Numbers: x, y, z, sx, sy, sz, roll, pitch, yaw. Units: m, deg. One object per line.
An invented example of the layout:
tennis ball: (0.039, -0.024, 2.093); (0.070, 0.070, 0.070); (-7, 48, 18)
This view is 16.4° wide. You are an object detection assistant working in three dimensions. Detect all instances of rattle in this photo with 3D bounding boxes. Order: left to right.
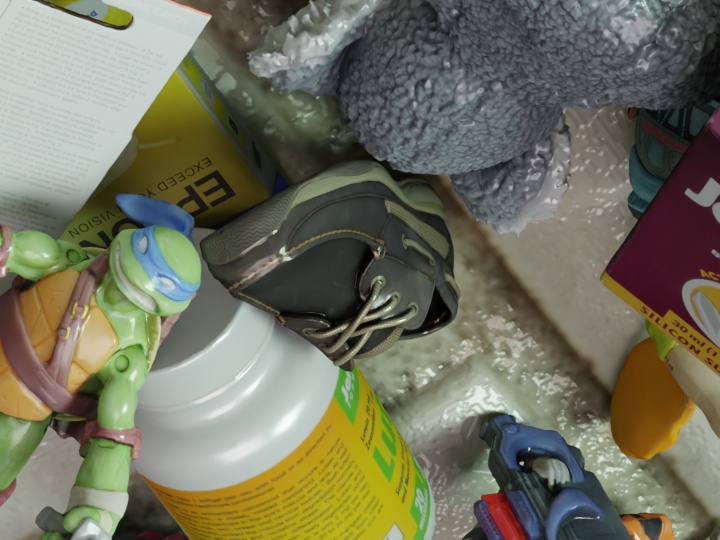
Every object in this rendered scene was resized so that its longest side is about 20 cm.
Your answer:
rattle: (0.229, 0.028, 1.198); (0.200, 0.130, 0.143); (-27, 142, -18)

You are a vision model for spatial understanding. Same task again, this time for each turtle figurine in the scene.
turtle figurine: (-0.159, 0.055, 0.998); (0.144, 0.200, 0.194); (37, 127, -25)

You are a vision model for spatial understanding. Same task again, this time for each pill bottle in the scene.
pill bottle: (-0.049, 0.073, 1.155); (0.111, 0.111, 0.200); (-21, 136, 10)

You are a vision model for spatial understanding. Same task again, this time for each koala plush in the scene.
koala plush: (0.060, -0.107, 1.023); (0.177, 0.184, 0.200); (31, 130, -26)

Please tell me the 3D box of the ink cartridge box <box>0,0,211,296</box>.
ink cartridge box: (-0.158, -0.064, 1.027); (0.109, 0.050, 0.200); (18, 128, -31)

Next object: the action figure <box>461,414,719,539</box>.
action figure: (0.118, 0.170, 1.213); (0.193, 0.200, 0.105); (11, 123, -22)

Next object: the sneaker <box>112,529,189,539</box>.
sneaker: (-0.069, 0.203, 1.239); (0.200, 0.079, 0.095); (29, 116, 23)

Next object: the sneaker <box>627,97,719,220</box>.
sneaker: (0.218, -0.065, 1.107); (0.200, 0.079, 0.096); (-2, 104, 4)

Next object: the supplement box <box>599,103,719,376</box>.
supplement box: (0.190, -0.019, 0.976); (0.131, 0.103, 0.200); (39, 163, 7)

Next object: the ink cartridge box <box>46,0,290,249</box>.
ink cartridge box: (-0.146, -0.030, 1.127); (0.198, 0.047, 0.200); (-27, 123, 14)

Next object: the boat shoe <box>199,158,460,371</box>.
boat shoe: (0.000, 0.000, 1.080); (0.074, 0.073, 0.200); (-32, 169, 22)
